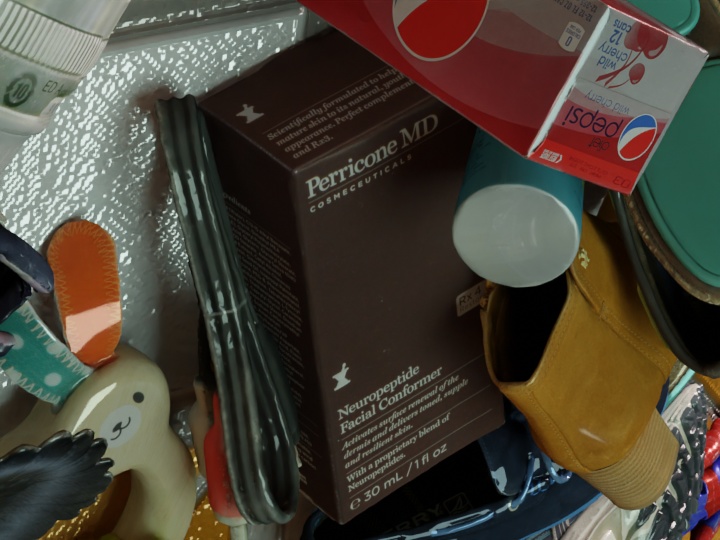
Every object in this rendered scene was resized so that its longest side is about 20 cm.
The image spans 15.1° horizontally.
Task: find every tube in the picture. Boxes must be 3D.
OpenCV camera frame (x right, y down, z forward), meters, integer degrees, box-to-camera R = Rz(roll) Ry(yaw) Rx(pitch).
[{"bbox_3d":[0.074,-0.073,1.138,0.200,0.050,0.077,-77,172,-51],"label":"tube"}]

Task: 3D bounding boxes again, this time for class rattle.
[{"bbox_3d":[-0.096,0.101,1.106,0.130,0.143,0.200,-1,125,-27],"label":"rattle"}]

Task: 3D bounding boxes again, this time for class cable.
[{"bbox_3d":[-0.064,0.029,1.120,0.050,0.097,0.200,-12,125,8],"label":"cable"}]

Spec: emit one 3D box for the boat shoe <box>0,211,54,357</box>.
[{"bbox_3d":[-0.190,-0.032,0.952,0.200,0.093,0.075,26,98,-50],"label":"boat shoe"}]

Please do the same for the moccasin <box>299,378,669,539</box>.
[{"bbox_3d":[0.062,0.093,1.271,0.200,0.080,0.068,-37,152,-9],"label":"moccasin"}]

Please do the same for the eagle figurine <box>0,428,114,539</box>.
[{"bbox_3d":[-0.197,0.102,0.996,0.152,0.151,0.200,17,103,-52],"label":"eagle figurine"}]

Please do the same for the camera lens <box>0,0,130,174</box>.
[{"bbox_3d":[-0.129,-0.148,0.874,0.160,0.160,0.200,24,100,-49],"label":"camera lens"}]

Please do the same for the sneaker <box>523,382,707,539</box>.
[{"bbox_3d":[0.107,0.118,1.356,0.200,0.086,0.078,-50,147,-37],"label":"sneaker"}]

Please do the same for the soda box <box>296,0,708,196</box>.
[{"bbox_3d":[0.032,-0.105,1.027,0.070,0.200,0.063,16,106,-47],"label":"soda box"}]

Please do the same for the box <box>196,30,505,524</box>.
[{"bbox_3d":[0.000,0.000,1.172,0.100,0.075,0.200,-30,133,-25],"label":"box"}]

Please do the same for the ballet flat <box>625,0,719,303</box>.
[{"bbox_3d":[0.122,-0.074,1.082,0.070,0.200,0.065,-12,161,-5],"label":"ballet flat"}]

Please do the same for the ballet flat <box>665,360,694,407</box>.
[{"bbox_3d":[0.165,-0.014,1.337,0.065,0.071,0.200,37,87,-23],"label":"ballet flat"}]

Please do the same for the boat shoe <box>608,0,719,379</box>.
[{"bbox_3d":[0.136,-0.054,1.157,0.061,0.072,0.201,-37,111,-59],"label":"boat shoe"}]

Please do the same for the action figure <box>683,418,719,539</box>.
[{"bbox_3d":[0.166,0.128,1.441,0.200,0.052,0.065,-31,131,-27],"label":"action figure"}]

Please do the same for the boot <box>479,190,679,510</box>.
[{"bbox_3d":[0.110,-0.006,1.215,0.144,0.071,0.201,51,42,-48],"label":"boot"}]
